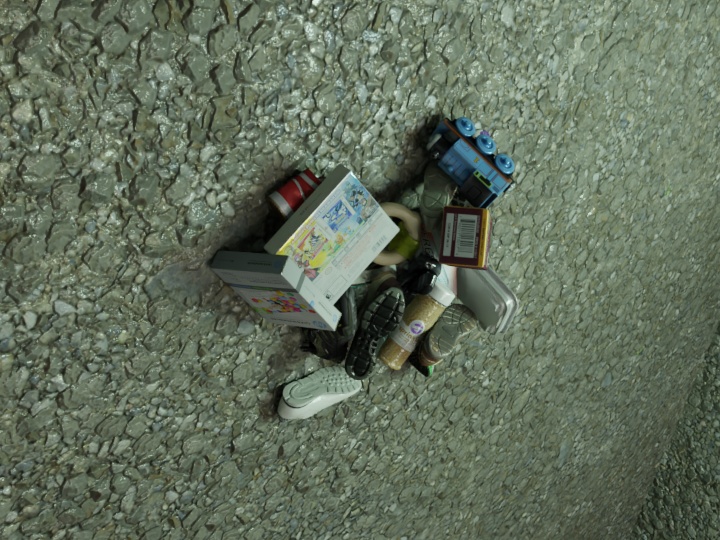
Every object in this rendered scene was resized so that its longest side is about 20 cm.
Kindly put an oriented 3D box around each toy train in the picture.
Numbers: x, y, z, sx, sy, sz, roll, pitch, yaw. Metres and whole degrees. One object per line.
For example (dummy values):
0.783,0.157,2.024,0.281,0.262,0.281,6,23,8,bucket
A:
0.215,-0.215,1.576,0.114,0.200,0.087,-45,178,-37,toy train

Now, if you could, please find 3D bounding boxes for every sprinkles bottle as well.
0.112,0.111,1.665,0.068,0.068,0.200,23,107,-49,sprinkles bottle

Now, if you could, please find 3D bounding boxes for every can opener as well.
0.108,0.010,1.606,0.063,0.200,0.079,30,75,-8,can opener

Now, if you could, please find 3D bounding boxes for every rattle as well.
0.015,-0.092,1.586,0.199,0.143,0.131,1,127,-5,rattle

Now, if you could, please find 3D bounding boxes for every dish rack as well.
0.252,0.044,1.749,0.043,0.200,0.172,-31,156,-22,dish rack

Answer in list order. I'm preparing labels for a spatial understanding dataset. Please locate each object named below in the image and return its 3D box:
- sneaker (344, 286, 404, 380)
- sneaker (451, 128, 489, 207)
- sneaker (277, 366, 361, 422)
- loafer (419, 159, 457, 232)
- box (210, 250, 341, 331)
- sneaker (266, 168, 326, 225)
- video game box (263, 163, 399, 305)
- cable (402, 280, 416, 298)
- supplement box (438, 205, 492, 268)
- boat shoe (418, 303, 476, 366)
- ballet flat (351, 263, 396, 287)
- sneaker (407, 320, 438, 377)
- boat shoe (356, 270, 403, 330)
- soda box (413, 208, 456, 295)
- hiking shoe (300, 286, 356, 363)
0.021,0.115,1.570,0.075,0.079,0.200,26,104,-9,sneaker
0.247,-0.203,1.702,0.083,0.081,0.201,-24,130,-39,sneaker
-0.088,0.263,1.694,0.200,0.076,0.081,-10,133,-35,sneaker
0.156,-0.157,1.609,0.200,0.072,0.063,-66,168,-45,loafer
-0.146,0.037,1.412,0.200,0.155,0.041,51,52,-50,box
-0.079,-0.096,1.455,0.112,0.071,0.200,-43,136,-11,sneaker
-0.047,-0.057,1.422,0.200,0.047,0.182,-48,136,-5,video game box
0.101,0.091,1.780,0.200,0.051,0.164,-26,126,-27,cable
0.207,-0.061,1.562,0.200,0.085,0.111,8,88,-79,supplement box
0.179,0.136,1.702,0.200,0.076,0.072,-35,166,-48,boat shoe
0.000,0.000,1.611,0.200,0.069,0.070,-3,118,-48,ballet flat
0.162,0.179,1.826,0.085,0.078,0.200,-40,168,-25,sneaker
0.042,0.090,1.632,0.072,0.065,0.200,-14,139,-31,boat shoe
0.159,-0.037,1.703,0.068,0.063,0.201,-19,115,-36,soda box
-0.064,0.107,1.565,0.100,0.076,0.200,8,131,-8,hiking shoe
